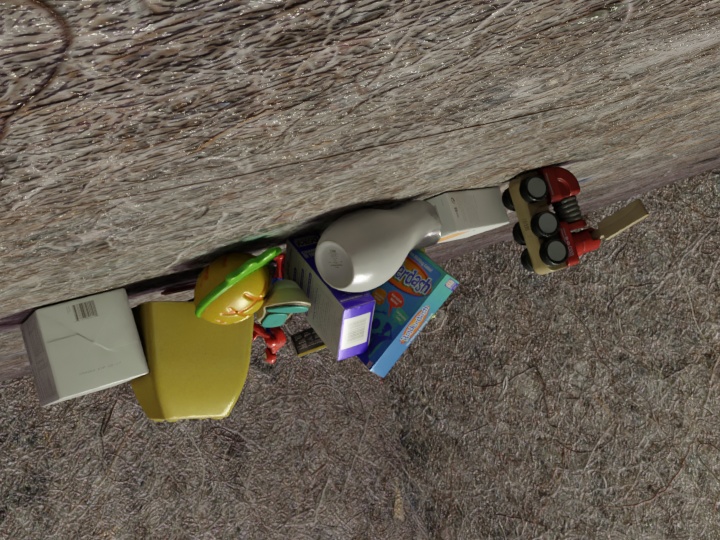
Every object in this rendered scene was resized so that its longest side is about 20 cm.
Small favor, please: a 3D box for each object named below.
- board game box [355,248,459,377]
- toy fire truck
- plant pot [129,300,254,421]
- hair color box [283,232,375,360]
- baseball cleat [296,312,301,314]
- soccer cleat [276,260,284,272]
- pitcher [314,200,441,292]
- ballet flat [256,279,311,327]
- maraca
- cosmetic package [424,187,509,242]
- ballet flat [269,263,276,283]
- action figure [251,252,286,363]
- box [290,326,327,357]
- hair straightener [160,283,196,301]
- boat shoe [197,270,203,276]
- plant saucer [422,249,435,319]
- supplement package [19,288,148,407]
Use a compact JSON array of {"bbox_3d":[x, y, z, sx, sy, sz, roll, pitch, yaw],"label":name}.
[{"bbox_3d":[0.048,0.052,1.543,0.200,0.152,0.045,-52,137,5],"label":"board game box"},{"bbox_3d":[0.378,-0.103,1.637,0.199,0.177,0.129,-16,176,-19],"label":"toy fire truck"},{"bbox_3d":[-0.304,0.162,1.637,0.193,0.201,0.195,1,171,-28],"label":"plant pot"},{"bbox_3d":[-0.055,0.039,1.522,0.065,0.200,0.110,-16,133,-28],"label":"hair color box"},{"bbox_3d":[-0.096,0.064,1.857,0.106,0.070,0.200,23,-172,-12],"label":"baseball cleat"},{"bbox_3d":[-0.061,-0.020,1.800,0.199,0.070,0.087,-2,-138,17],"label":"soccer cleat"},{"bbox_3d":[0.005,-0.042,1.472,0.171,0.122,0.200,-4,-162,43],"label":"pitcher"},{"bbox_3d":[-0.133,0.048,1.545,0.069,0.070,0.200,-15,174,-25],"label":"ballet flat"},{"bbox_3d":[-0.198,0.020,1.493,0.137,0.107,0.200,-37,177,-41],"label":"maraca"},{"bbox_3d":[0.171,-0.095,1.651,0.101,0.072,0.200,-19,176,36],"label":"cosmetic package"},{"bbox_3d":[-0.173,0.045,1.807,0.064,0.076,0.200,-21,-161,-6],"label":"ballet flat"},{"bbox_3d":[-0.179,0.067,1.698,0.099,0.201,0.065,4,-176,23],"label":"action figure"},{"bbox_3d":[-0.007,0.101,1.735,0.200,0.050,0.159,-23,175,40],"label":"box"},{"bbox_3d":[-0.292,0.056,1.826,0.200,0.077,0.041,-15,180,-41],"label":"hair straightener"},{"bbox_3d":[-0.228,0.016,1.687,0.065,0.074,0.200,-43,169,7],"label":"boat shoe"},{"bbox_3d":[0.051,0.014,1.835,0.048,0.201,0.199,-1,167,-37],"label":"plant saucer"},{"bbox_3d":[-0.475,0.134,1.587,0.151,0.151,0.200,-15,176,-29],"label":"supplement package"}]
